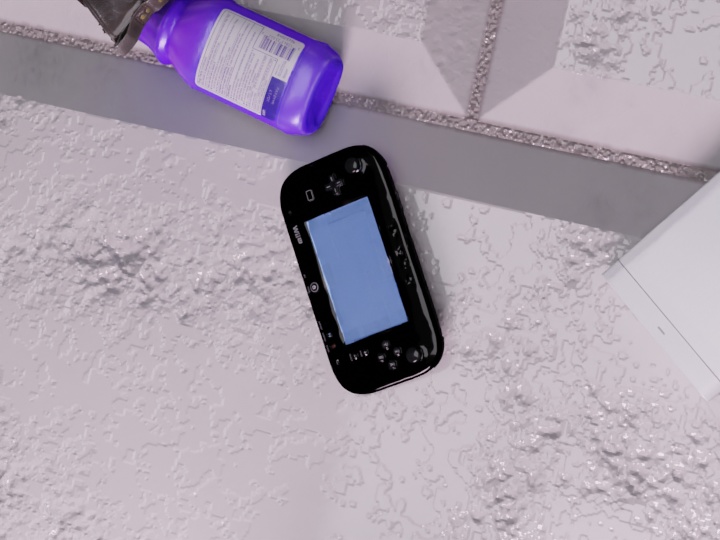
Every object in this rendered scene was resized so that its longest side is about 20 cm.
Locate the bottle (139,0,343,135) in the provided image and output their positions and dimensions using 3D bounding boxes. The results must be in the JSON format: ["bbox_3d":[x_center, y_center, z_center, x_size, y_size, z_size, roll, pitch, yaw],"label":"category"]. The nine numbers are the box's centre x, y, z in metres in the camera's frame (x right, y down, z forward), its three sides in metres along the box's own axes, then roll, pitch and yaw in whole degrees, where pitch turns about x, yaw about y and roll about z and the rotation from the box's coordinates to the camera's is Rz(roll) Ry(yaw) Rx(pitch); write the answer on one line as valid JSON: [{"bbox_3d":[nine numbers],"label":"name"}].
[{"bbox_3d":[-0.115,-0.187,1.483,0.199,0.065,0.084,26,99,16],"label":"bottle"}]

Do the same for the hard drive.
[{"bbox_3d":[0.307,-0.012,1.368,0.200,0.027,0.132,-42,78,12],"label":"hard drive"}]

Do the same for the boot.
[{"bbox_3d":[-0.183,-0.294,1.469,0.174,0.069,0.201,-41,46,14],"label":"boot"}]

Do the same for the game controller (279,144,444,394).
[{"bbox_3d":[0.000,0.000,1.457,0.104,0.042,0.201,-20,83,16],"label":"game controller"}]
